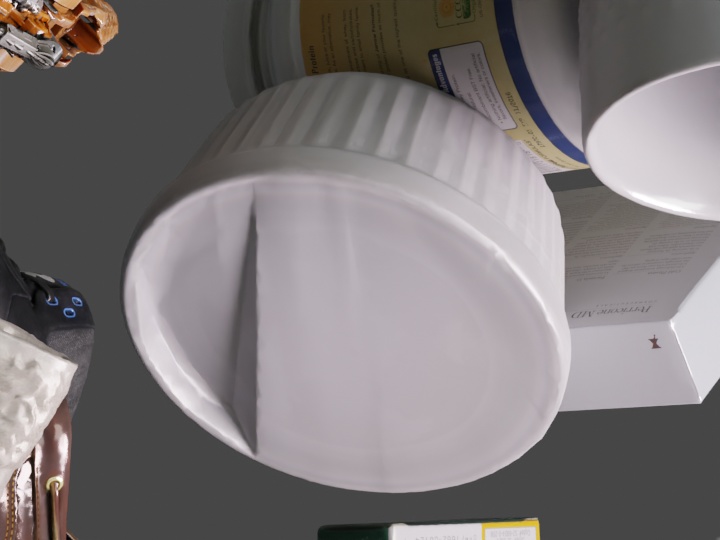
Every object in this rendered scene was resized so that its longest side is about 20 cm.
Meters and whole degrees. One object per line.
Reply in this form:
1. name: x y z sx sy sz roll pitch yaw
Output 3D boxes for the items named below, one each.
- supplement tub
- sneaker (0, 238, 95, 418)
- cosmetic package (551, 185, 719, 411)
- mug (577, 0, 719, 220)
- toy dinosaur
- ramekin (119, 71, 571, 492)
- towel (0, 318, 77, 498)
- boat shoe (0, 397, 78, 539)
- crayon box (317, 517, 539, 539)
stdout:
1. supplement tub: 0.048 -0.112 1.147 0.144 0.200 0.145 10 77 -51
2. sneaker: -0.164 -0.008 0.981 0.112 0.073 0.200 -19 109 -54
3. cosmetic package: 0.109 0.012 1.210 0.151 0.200 0.052 -42 117 -45
4. mug: 0.183 -0.138 1.000 0.147 0.200 0.176 22 59 -38
5. toy dinosaur: -0.153 -0.118 0.940 0.102 0.136 0.200 -37 158 -10
6. ramekin: 0.000 0.000 1.088 0.202 0.202 0.094 55 35 -32
7. towel: -0.215 0.047 0.833 0.200 0.034 0.133 27 93 -15
8. boat shoe: -0.130 0.129 0.944 0.070 0.070 0.200 -17 135 -15
9. crayon box: 0.038 0.226 1.215 0.126 0.052 0.200 5 81 -51
